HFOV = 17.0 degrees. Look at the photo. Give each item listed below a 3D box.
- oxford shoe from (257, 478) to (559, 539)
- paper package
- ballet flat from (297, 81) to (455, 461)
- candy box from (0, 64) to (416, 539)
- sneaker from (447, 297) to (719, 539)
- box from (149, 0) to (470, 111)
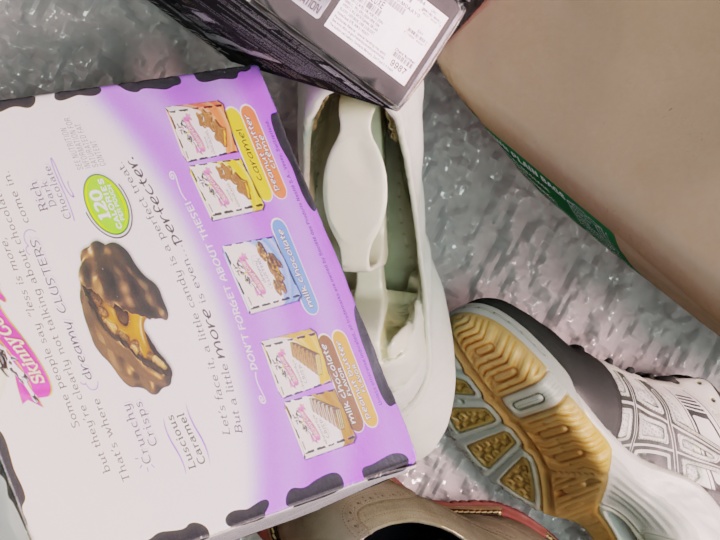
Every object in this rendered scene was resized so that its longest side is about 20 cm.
[{"bbox_3d":[0.041,0.136,1.017,0.200,0.075,0.071,24,99,-38],"label":"oxford shoe"},{"bbox_3d":[0.166,-0.076,0.950,0.191,0.200,0.103,-46,149,-2],"label":"paper package"},{"bbox_3d":[0.000,0.000,0.968,0.069,0.069,0.200,-14,116,-22],"label":"ballet flat"},{"bbox_3d":[-0.092,0.023,0.862,0.200,0.071,0.168,-13,79,-51],"label":"candy box"},{"bbox_3d":[0.112,0.070,1.060,0.200,0.076,0.088,44,55,-21],"label":"sneaker"},{"bbox_3d":[-0.078,-0.137,0.865,0.200,0.158,0.050,34,86,-27],"label":"box"}]
